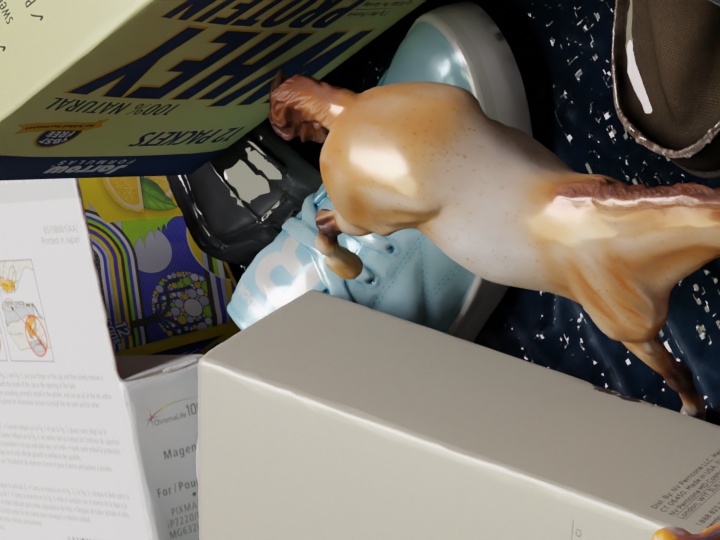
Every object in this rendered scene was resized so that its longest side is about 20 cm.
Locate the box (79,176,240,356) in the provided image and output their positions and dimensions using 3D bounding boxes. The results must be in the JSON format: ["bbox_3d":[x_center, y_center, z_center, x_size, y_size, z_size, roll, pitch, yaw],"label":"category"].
[{"bbox_3d":[-0.121,-0.046,1.200,0.201,0.070,0.064,64,146,18],"label":"box"}]

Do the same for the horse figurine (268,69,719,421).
[{"bbox_3d":[0.045,-0.016,0.924,0.199,0.050,0.133,26,161,16],"label":"horse figurine"}]

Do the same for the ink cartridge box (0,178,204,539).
[{"bbox_3d":[-0.122,0.040,1.132,0.200,0.043,0.175,-2,100,56],"label":"ink cartridge box"}]

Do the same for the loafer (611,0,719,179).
[{"bbox_3d":[0.097,-0.118,0.858,0.073,0.071,0.201,36,129,43],"label":"loafer"}]

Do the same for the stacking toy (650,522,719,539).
[{"bbox_3d":[0.134,0.067,0.756,0.116,0.199,0.110,18,116,51],"label":"stacking toy"}]

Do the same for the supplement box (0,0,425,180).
[{"bbox_3d":[-0.070,-0.162,0.978,0.199,0.134,0.201,-33,72,34],"label":"supplement box"}]

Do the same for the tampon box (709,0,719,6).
[{"bbox_3d":[0.137,-0.162,0.687,0.149,0.126,0.200,28,133,3],"label":"tampon box"}]

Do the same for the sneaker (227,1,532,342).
[{"bbox_3d":[0.000,0.000,1.031,0.074,0.082,0.201,46,136,35],"label":"sneaker"}]

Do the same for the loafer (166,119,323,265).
[{"bbox_3d":[-0.058,-0.101,1.100,0.070,0.068,0.201,-35,74,41],"label":"loafer"}]

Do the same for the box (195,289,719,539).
[{"bbox_3d":[0.045,0.077,0.951,0.199,0.068,0.083,20,123,30],"label":"box"}]
